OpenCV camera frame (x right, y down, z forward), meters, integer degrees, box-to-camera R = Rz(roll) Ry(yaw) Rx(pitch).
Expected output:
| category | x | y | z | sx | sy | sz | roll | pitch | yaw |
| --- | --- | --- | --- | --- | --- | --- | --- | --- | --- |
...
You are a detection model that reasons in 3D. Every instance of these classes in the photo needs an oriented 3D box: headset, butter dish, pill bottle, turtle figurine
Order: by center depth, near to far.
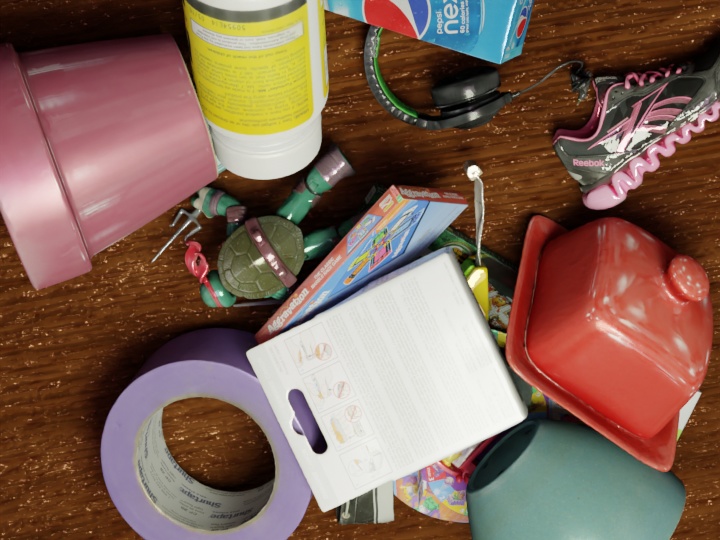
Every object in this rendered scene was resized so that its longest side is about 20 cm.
| category | x | y | z | sx | sy | sz | roll | pitch | yaw |
| --- | --- | --- | --- | --- | --- | --- | --- | --- | --- |
| pill bottle | -0.083 | -0.179 | 1.353 | 0.113 | 0.115 | 0.201 | -6 | 136 | -3 |
| headset | 0.103 | -0.182 | 1.453 | 0.198 | 0.094 | 0.125 | 12 | 107 | 7 |
| butter dish | 0.244 | 0.037 | 1.457 | 0.199 | 0.201 | 0.148 | 33 | 135 | -17 |
| turtle figurine | -0.078 | -0.018 | 1.472 | 0.199 | 0.101 | 0.150 | -32 | 107 | 4 |

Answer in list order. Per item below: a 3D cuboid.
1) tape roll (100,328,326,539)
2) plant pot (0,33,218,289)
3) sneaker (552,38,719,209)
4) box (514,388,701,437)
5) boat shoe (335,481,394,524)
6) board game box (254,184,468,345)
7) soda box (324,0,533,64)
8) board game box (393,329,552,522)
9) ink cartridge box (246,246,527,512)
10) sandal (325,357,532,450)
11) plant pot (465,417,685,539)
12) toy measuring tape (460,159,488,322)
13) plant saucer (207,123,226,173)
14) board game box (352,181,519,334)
| category | x | y | z | sx | sy | sz | roll | pitch | yaw |
| --- | --- | --- | --- | --- | --- | --- | --- | --- | --- |
| tape roll | -0.132 | 0.161 | 1.522 | 0.198 | 0.085 | 0.202 | 3 | 108 | 9 |
| plant pot | -0.221 | -0.108 | 1.380 | 0.177 | 0.200 | 0.202 | -20 | 113 | -9 |
| sneaker | 0.253 | -0.148 | 1.474 | 0.200 | 0.079 | 0.095 | -42 | 98 | 10 |
| box | 0.217 | 0.171 | 1.609 | 0.155 | 0.041 | 0.202 | 20 | 107 | -12 |
| boat shoe | -0.005 | 0.154 | 1.565 | 0.063 | 0.071 | 0.202 | -7 | 114 | -4 |
| board game box | 0.000 | 0.000 | 1.461 | 0.200 | 0.103 | 0.020 | -46 | 65 | 27 |
| soda box | 0.041 | -0.233 | 1.375 | 0.198 | 0.068 | 0.065 | 19 | 111 | 15 |
| board game box | 0.103 | 0.154 | 1.556 | 0.156 | 0.039 | 0.202 | -3 | 109 | 4 |
| ink cartridge box | 0.024 | 0.095 | 1.456 | 0.199 | 0.057 | 0.164 | -25 | 93 | 11 |
| sandal | 0.061 | 0.135 | 1.499 | 0.199 | 0.048 | 0.076 | -22 | 124 | 4 |
| plant pot | 0.173 | 0.212 | 1.490 | 0.200 | 0.200 | 0.135 | -43 | 98 | 12 |
| toy measuring tape | 0.078 | 0.003 | 1.493 | 0.073 | 0.074 | 0.202 | -4 | 108 | -4 |
| plant saucer | -0.141 | -0.113 | 1.474 | 0.199 | 0.019 | 0.070 | -32 | 111 | 6 |
| board game box | 0.070 | 0.011 | 1.541 | 0.199 | 0.024 | 0.105 | 31 | 108 | -17 |
